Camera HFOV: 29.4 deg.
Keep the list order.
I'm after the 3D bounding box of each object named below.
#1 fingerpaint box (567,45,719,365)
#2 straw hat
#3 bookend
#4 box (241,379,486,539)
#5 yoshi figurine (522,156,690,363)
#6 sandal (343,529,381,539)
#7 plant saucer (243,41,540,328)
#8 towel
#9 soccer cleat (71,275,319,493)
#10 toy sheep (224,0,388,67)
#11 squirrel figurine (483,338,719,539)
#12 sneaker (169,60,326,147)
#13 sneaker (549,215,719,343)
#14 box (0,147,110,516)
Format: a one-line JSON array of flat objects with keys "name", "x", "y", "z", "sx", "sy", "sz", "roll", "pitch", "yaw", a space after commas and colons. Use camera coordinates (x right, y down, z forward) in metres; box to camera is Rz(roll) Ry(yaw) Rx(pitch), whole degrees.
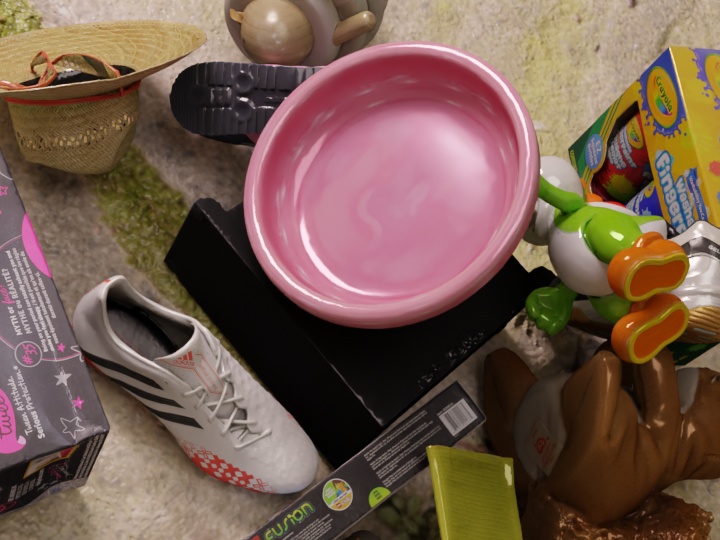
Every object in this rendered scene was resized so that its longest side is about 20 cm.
[{"name": "fingerpaint box", "x": 0.249, "y": -0.047, "z": 1.083, "sx": 0.073, "sy": 0.167, "sz": 0.202, "roll": 1, "pitch": 67, "yaw": -23}, {"name": "straw hat", "x": -0.200, "y": -0.113, "z": 0.966, "sx": 0.200, "sy": 0.201, "sz": 0.086, "roll": -18, "pitch": 115, "yaw": -29}, {"name": "bookend", "x": 0.000, "y": 0.000, "z": 0.999, "sx": 0.198, "sy": 0.092, "sz": 0.200, "roll": -37, "pitch": 83, "yaw": -34}, {"name": "box", "x": -0.014, "y": 0.154, "z": 0.909, "sx": 0.199, "sy": 0.110, "sz": 0.035, "roll": -33, "pitch": 81, "yaw": -32}, {"name": "yoshi figurine", "x": 0.128, "y": -0.020, "z": 0.941, "sx": 0.112, "sy": 0.113, "sz": 0.200, "roll": 23, "pitch": 16, "yaw": -42}, {"name": "sandal", "x": 0.074, "y": 0.236, "z": 0.929, "sx": 0.200, "sy": 0.082, "sz": 0.055, "roll": 38, "pitch": 63, "yaw": 7}, {"name": "plant saucer", "x": 0.023, "y": -0.053, "z": 0.901, "sx": 0.199, "sy": 0.051, "sz": 0.202, "roll": -8, "pitch": 66, "yaw": 17}, {"name": "towel", "x": 0.085, "y": 0.211, "z": 0.861, "sx": 0.086, "sy": 0.018, "sz": 0.202, "roll": 19, "pitch": 55, "yaw": -48}, {"name": "soccer cleat", "x": -0.107, "y": 0.078, "z": 0.919, "sx": 0.200, "sy": 0.085, "sz": 0.069, "roll": 39, "pitch": 57, "yaw": -1}, {"name": "toy sheep", "x": -0.035, "y": -0.222, "z": 1.068, "sx": 0.137, "sy": 0.138, "sz": 0.200, "roll": 36, "pitch": 46, "yaw": -3}, {"name": "squirrel figurine", "x": 0.204, "y": 0.149, "z": 1.011, "sx": 0.185, "sy": 0.141, "sz": 0.202, "roll": 7, "pitch": 77, "yaw": -31}, {"name": "sneaker", "x": -0.035, "y": -0.117, "z": 1.012, "sx": 0.198, "sy": 0.082, "sz": 0.071, "roll": 12, "pitch": 93, "yaw": 8}, {"name": "sneaker", "x": 0.206, "y": 0.005, "z": 1.020, "sx": 0.075, "sy": 0.199, "sz": 0.088, "roll": 17, "pitch": 80, "yaw": -29}, {"name": "box", "x": -0.249, "y": 0.046, "z": 0.847, "sx": 0.114, "sy": 0.132, "sz": 0.201, "roll": -17, "pitch": 73, "yaw": -25}]
